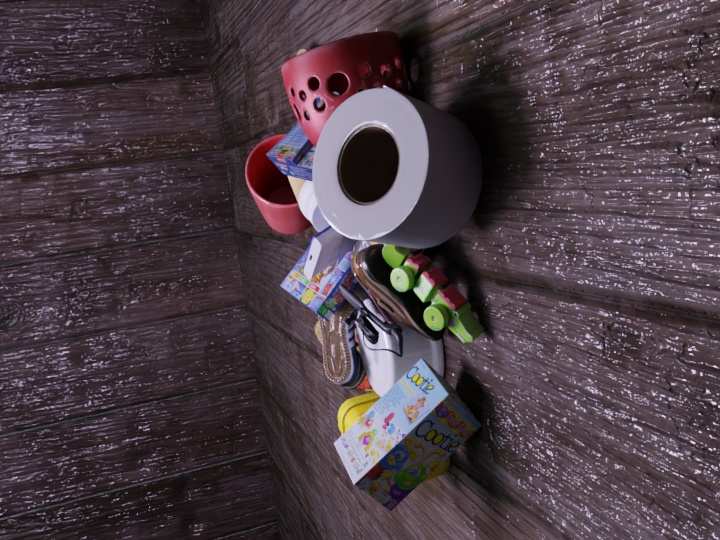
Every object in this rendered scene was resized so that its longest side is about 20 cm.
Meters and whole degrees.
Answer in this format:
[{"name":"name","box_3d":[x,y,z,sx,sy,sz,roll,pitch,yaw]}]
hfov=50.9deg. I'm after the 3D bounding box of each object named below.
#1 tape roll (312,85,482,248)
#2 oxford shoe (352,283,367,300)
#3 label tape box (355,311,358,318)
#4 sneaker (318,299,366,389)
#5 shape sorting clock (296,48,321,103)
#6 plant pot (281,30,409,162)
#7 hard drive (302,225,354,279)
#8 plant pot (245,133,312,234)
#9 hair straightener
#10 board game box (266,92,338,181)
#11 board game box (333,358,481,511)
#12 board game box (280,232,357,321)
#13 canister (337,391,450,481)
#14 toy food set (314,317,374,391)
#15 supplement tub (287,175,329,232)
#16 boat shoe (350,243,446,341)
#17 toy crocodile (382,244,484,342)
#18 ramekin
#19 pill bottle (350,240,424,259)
[{"name":"tape roll","box_3d":[0.051,-0.136,1.047,0.201,0.138,0.206,-4,83,39]},{"name":"oxford shoe","box_3d":[0.000,0.000,1.480,0.201,0.074,0.058,-57,32,35]},{"name":"label tape box","box_3d":[-0.011,0.054,1.605,0.144,0.062,0.203,-158,61,-70]},{"name":"sneaker","box_3d":[-0.031,0.129,1.450,0.109,0.069,0.202,51,-146,-60]},{"name":"shape sorting clock","box_3d":[-0.111,-0.399,1.714,0.200,0.039,0.203,169,90,-71]},{"name":"plant pot","box_3d":[-0.010,-0.269,1.228,0.200,0.198,0.185,-176,67,-72]},{"name":"hard drive","box_3d":[-0.012,-0.073,1.331,0.025,0.199,0.132,47,153,12]},{"name":"plant pot","box_3d":[-0.170,-0.191,1.798,0.178,0.198,0.202,95,159,-63]},{"name":"hair straightener","box_3d":[0.011,0.084,1.261,0.200,0.076,0.041,52,173,44]},{"name":"board game box","box_3d":[-0.051,-0.260,1.407,0.199,0.201,0.062,20,159,52]},{"name":"board game box","box_3d":[0.073,0.260,1.200,0.103,0.200,0.105,43,-175,-34]},{"name":"board game box","box_3d":[-0.071,0.008,1.449,0.034,0.136,0.200,38,176,-28]},{"name":"canister","box_3d":[0.060,0.305,1.385,0.200,0.147,0.088,-141,43,-61]},{"name":"toy food set","box_3d":[-0.003,0.173,1.553,0.197,0.048,0.201,-10,113,59]},{"name":"supplement tub","box_3d":[-0.069,-0.185,1.528,0.146,0.143,0.201,100,154,-47]},{"name":"boat shoe","box_3d":[0.062,0.034,1.217,0.200,0.076,0.074,48,150,-20]},{"name":"toy crocodile","box_3d":[0.108,0.026,1.134,0.200,0.067,0.062,48,135,19]},{"name":"ramekin","box_3d":[0.065,0.132,1.354,0.200,0.096,0.203,170,90,-73]},{"name":"pill bottle","box_3d":[0.056,-0.063,1.246,0.200,0.115,0.118,114,142,-60]}]
